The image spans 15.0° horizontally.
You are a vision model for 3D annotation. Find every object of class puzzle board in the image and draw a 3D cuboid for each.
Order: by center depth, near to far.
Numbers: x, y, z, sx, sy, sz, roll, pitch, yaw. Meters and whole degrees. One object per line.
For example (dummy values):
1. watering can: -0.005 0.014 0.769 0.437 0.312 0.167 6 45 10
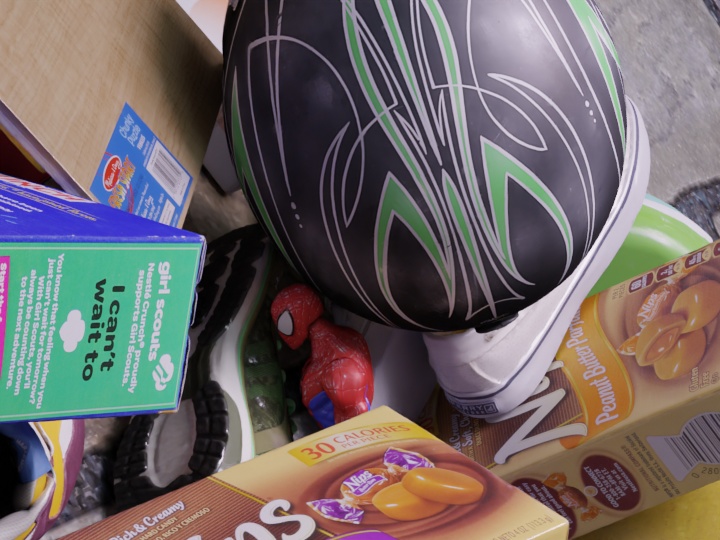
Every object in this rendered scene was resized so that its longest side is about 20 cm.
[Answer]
1. puzzle board: -0.121 -0.095 1.164 0.151 0.017 0.200 49 24 -20

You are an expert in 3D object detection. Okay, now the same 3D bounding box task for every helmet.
1. helmet: 0.028 -0.074 1.230 0.201 0.199 0.191 63 0 14

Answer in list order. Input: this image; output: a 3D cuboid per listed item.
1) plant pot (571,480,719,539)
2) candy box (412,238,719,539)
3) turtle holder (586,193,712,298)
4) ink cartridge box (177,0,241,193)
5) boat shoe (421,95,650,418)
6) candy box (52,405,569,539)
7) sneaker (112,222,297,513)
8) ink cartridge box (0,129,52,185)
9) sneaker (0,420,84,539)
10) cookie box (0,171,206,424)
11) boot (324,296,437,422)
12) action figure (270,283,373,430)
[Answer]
1. plant pot: 0.173 0.161 1.381 0.141 0.201 0.200 28 29 7
2. candy box: 0.115 0.068 1.342 0.055 0.199 0.116 52 28 -28
3. turtle holder: 0.109 0.019 1.480 0.132 0.184 0.142 -90 172 -64
4. ink cartridge box: -0.086 -0.155 1.432 0.200 0.050 0.162 54 29 -9
5. boat shoe: 0.083 -0.026 1.362 0.201 0.071 0.070 -60 139 -27
6. candy box: -0.026 0.129 1.110 0.199 0.057 0.116 -18 36 -39
7. sneaker: -0.058 0.063 1.246 0.089 0.077 0.201 51 32 -34
8. ink cartridge box: -0.190 -0.133 1.221 0.200 0.084 0.176 37 35 -31
9. sneaker: -0.143 0.079 1.068 0.075 0.090 0.200 51 31 -8
10. cookie box: -0.183 0.002 1.012 0.199 0.170 0.076 -2 105 -56
11. boot: 0.000 0.000 1.385 0.074 0.095 0.201 66 42 -55
12. action figure: 0.004 0.097 1.249 0.065 0.051 0.201 -79 151 -71
